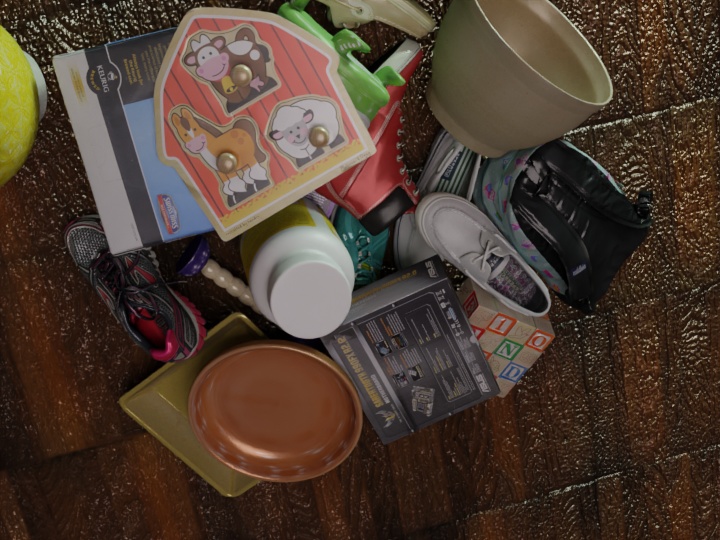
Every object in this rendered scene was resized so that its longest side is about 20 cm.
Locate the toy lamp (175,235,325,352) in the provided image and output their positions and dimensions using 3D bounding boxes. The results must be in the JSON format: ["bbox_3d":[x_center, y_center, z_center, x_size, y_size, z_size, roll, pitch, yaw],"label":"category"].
[{"bbox_3d":[-0.122,0.038,1.161,0.200,0.058,0.058,35,98,-21],"label":"toy lamp"}]

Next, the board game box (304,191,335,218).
[{"bbox_3d":[-0.117,-0.117,1.123,0.199,0.032,0.121,21,99,-18],"label":"board game box"}]

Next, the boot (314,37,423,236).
[{"bbox_3d":[0.038,-0.145,1.107,0.144,0.072,0.201,37,85,-13],"label":"boot"}]

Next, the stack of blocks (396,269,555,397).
[{"bbox_3d":[0.120,0.069,1.208,0.199,0.059,0.115,21,123,-21],"label":"stack of blocks"}]

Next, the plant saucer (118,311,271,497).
[{"bbox_3d":[-0.148,0.154,1.182,0.199,0.049,0.200,-35,114,18],"label":"plant saucer"}]

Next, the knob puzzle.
[{"bbox_3d":[-0.107,-0.152,0.924,0.218,0.030,0.221,0,105,2],"label":"knob puzzle"}]

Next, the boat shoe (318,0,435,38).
[{"bbox_3d":[-0.014,-0.295,1.065,0.199,0.072,0.065,24,113,-19],"label":"boat shoe"}]

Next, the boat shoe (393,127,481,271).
[{"bbox_3d":[0.089,-0.073,1.165,0.073,0.067,0.201,9,109,-16],"label":"boat shoe"}]

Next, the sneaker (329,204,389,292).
[{"bbox_3d":[0.000,0.000,1.164,0.077,0.080,0.201,2,108,-14],"label":"sneaker"}]

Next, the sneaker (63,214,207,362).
[{"bbox_3d":[-0.251,0.016,1.086,0.200,0.075,0.081,44,104,7],"label":"sneaker"}]

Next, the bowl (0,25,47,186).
[{"bbox_3d":[-0.379,-0.174,0.985,0.107,0.199,0.202,-26,122,-50],"label":"bowl"}]

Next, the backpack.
[{"bbox_3d":[0.229,-0.068,1.168,0.200,0.126,0.167,39,78,-27],"label":"backpack"}]

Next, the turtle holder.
[{"bbox_3d":[-0.062,-0.201,1.007,0.185,0.141,0.132,43,101,11],"label":"turtle holder"}]

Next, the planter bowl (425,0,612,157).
[{"bbox_3d":[0.155,-0.211,1.082,0.200,0.201,0.135,30,127,-21],"label":"planter bowl"}]

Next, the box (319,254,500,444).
[{"bbox_3d":[0.057,0.096,1.145,0.158,0.048,0.201,-24,126,6],"label":"box"}]

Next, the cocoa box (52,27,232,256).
[{"bbox_3d":[-0.207,-0.137,1.015,0.130,0.133,0.201,-13,103,3],"label":"cocoa box"}]

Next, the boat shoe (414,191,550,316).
[{"bbox_3d":[0.143,-0.012,1.119,0.072,0.069,0.200,-45,117,-2],"label":"boat shoe"}]

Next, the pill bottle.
[{"bbox_3d":[-0.067,-0.004,1.052,0.110,0.200,0.112,-4,109,-11],"label":"pill bottle"}]

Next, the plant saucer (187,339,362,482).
[{"bbox_3d":[-0.096,0.156,1.130,0.199,0.038,0.201,2,122,3],"label":"plant saucer"}]
